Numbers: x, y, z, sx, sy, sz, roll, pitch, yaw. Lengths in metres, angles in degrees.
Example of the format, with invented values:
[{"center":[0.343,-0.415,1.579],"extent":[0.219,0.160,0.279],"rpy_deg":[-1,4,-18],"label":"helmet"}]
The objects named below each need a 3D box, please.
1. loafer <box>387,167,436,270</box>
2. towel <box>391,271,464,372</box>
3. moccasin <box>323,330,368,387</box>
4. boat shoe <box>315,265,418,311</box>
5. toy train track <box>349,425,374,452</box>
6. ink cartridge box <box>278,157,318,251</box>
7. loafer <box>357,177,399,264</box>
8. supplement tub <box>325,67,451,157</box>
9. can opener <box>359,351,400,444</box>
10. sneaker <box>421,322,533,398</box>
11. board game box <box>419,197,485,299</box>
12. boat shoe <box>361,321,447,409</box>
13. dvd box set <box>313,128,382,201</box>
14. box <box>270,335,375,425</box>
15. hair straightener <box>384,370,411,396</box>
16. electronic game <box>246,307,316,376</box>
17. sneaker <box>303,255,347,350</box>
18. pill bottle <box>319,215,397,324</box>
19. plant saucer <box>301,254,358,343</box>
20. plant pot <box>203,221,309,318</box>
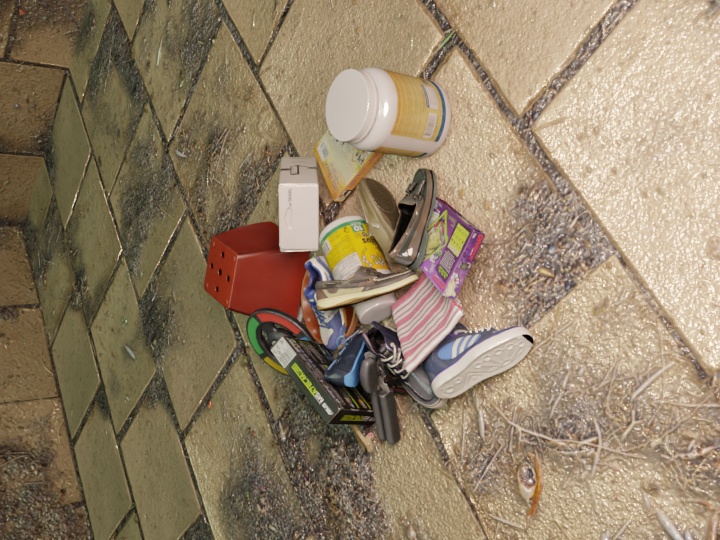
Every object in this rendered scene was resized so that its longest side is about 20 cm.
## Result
[{"center":[0.093,-0.103,1.274],"extent":[0.072,0.062,0.202],"rpy_deg":[-34,43,60],"label":"loafer"},{"center":[0.111,0.072,1.238],"extent":[0.147,0.030,0.201],"rpy_deg":[-52,21,20],"label":"towel"},{"center":[-0.024,0.165,1.376],"extent":[0.067,0.200,0.082],"rpy_deg":[3,100,11],"label":"moccasin"},{"center":[0.006,0.023,1.293],"extent":[0.198,0.073,0.066],"rpy_deg":[-16,85,9],"label":"boat shoe"},{"center":[-0.019,0.306,1.487],"extent":[0.200,0.032,0.115],"rpy_deg":[44,158,49],"label":"toy train track"},{"center":[-0.130,-0.144,1.488],"extent":[0.200,0.083,0.148],"rpy_deg":[-101,11,-64],"label":"ink cartridge box"},{"center":[0.040,-0.097,1.379],"extent":[0.067,0.076,0.201],"rpy_deg":[-45,57,33],"label":"loafer"},{"center":[0.051,-0.284,1.265],"extent":[0.144,0.198,0.147],"rpy_deg":[1,91,50],"label":"supplement tub"},{"center":[0.033,0.249,1.362],"extent":[0.052,0.066,0.202],"rpy_deg":[14,124,49],"label":"can opener"},{"center":[0.187,0.114,1.201],"extent":[0.199,0.080,0.147],"rpy_deg":[-37,40,21],"label":"sneaker"},{"center":[0.145,-0.044,1.216],"extent":[0.121,0.032,0.200],"rpy_deg":[-62,22,14],"label":"board game box"},{"center":[0.075,0.171,1.274],"extent":[0.075,0.092,0.200],"rpy_deg":[-55,44,10],"label":"boat shoe"},{"center":[-0.020,-0.264,1.483],"extent":[0.200,0.029,0.147],"rpy_deg":[-46,56,40],"label":"dvd box set"},{"center":[-0.065,0.221,1.401],"extent":[0.048,0.193,0.200],"rpy_deg":[-47,63,8],"label":"box"},{"center":[0.093,0.203,1.355],"extent":[0.199,0.041,0.078],"rpy_deg":[-3,88,55],"label":"hair straightener"},{"center":[-0.177,0.168,1.606],"extent":[0.198,0.042,0.202],"rpy_deg":[19,134,21],"label":"electronic game"},{"center":[-0.083,0.069,1.475],"extent":[0.075,0.087,0.203],"rpy_deg":[-7,87,48],"label":"sneaker"},{"center":[0.000,0.000,1.400],"extent":[0.113,0.112,0.201],"rpy_deg":[-48,55,40],"label":"pill bottle"},{"center":[-0.063,0.064,1.542],"extent":[0.199,0.032,0.203],"rpy_deg":[1,91,50],"label":"plant saucer"},{"center":[-0.260,0.003,1.670],"extent":[0.199,0.175,0.202],"rpy_deg":[30,113,47],"label":"plant pot"}]
